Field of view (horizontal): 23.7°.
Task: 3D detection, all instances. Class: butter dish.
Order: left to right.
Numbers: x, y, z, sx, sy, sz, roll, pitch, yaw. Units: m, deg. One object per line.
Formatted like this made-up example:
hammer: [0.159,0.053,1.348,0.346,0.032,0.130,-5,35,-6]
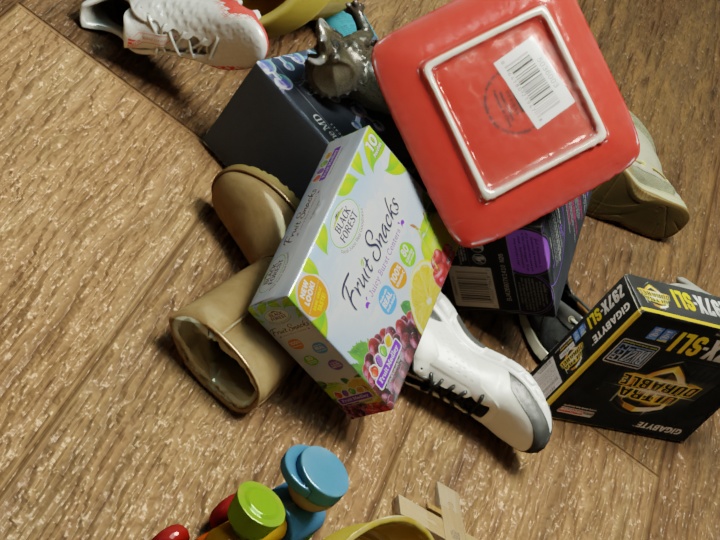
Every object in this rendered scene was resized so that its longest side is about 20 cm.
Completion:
butter dish: [0.117,-0.141,1.532,0.198,0.148,0.201,-27,93,-12]

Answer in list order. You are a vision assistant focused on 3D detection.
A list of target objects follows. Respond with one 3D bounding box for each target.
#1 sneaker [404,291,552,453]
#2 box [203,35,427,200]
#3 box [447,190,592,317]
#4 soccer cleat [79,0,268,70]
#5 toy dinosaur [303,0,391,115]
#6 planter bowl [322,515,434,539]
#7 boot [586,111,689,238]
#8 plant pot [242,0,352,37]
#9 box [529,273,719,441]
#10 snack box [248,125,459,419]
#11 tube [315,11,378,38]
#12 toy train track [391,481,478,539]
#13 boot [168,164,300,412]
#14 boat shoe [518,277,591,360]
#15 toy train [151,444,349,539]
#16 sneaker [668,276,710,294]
sneaker: [0.081,0.095,1.506,0.200,0.074,0.080,42,47,11]
box: [-0.021,-0.123,1.613,0.149,0.107,0.199,49,35,13]
box: [0.152,-0.069,1.638,0.105,0.123,0.201,4,45,20]
soccer cleat: [-0.172,-0.222,1.572,0.199,0.069,0.085,23,35,31]
toy dinosaur: [0.015,-0.180,1.570,0.199,0.077,0.103,25,49,-35]
planter bowl: [-0.032,0.249,1.145,0.083,0.203,0.200,16,19,34]
boot: [0.278,-0.131,1.948,0.199,0.072,0.156,23,37,-32]
plant pot: [-0.083,-0.331,1.739,0.201,0.201,0.188,50,19,16]
box: [0.277,0.086,1.611,0.199,0.160,0.050,13,40,-35]
snack box: [0.000,0.000,1.427,0.142,0.053,0.201,46,46,-26]
tube: [-0.012,-0.254,1.835,0.077,0.051,0.201,16,35,-38]
toy train track: [0.099,0.241,1.376,0.199,0.033,0.115,32,26,-22]
boot: [-0.099,0.007,1.424,0.175,0.066,0.200,43,35,5]
boat shoe: [0.178,0.005,1.696,0.071,0.068,0.201,8,42,-39]
toy train: [-0.094,0.190,1.164,0.085,0.116,0.199,49,34,15]
sneaker: [0.323,0.061,1.778,0.092,0.076,0.200,39,25,13]
